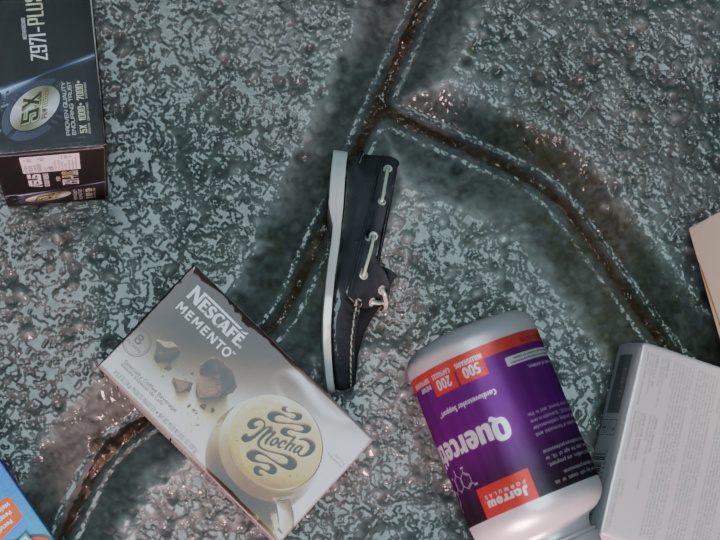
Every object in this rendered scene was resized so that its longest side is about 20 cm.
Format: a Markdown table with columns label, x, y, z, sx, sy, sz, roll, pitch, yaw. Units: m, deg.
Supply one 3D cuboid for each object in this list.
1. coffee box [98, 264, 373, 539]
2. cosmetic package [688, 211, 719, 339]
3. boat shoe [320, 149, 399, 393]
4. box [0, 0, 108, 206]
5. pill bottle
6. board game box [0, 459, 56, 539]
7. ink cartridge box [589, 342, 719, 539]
| label | x | y | z | sx | sy | sz | roll | pitch | yaw |
| --- | --- | --- | --- | --- | --- | --- | --- | --- | --- |
| coffee box | -0.101 | 0.107 | 1.479 | 0.200 | 0.080 | 0.113 | 45 | 81 | 1 |
| cosmetic package | 0.353 | 0.044 | 1.526 | 0.102 | 0.073 | 0.202 | -8 | 77 | -27 |
| boat shoe | 0.000 | 0.000 | 1.509 | 0.060 | 0.076 | 0.203 | 3 | 82 | 0 |
| box | -0.245 | -0.150 | 1.439 | 0.085 | 0.200 | 0.166 | -5 | 83 | -8 |
| pill bottle | 0.120 | 0.141 | 1.476 | 0.111 | 0.113 | 0.202 | -21 | 79 | -9 |
| board game box | -0.326 | 0.216 | 1.454 | 0.152 | 0.045 | 0.201 | -36 | 88 | -10 |
| ink cartridge box | 0.288 | 0.164 | 1.544 | 0.198 | 0.047 | 0.162 | 19 | 79 | -20 |
